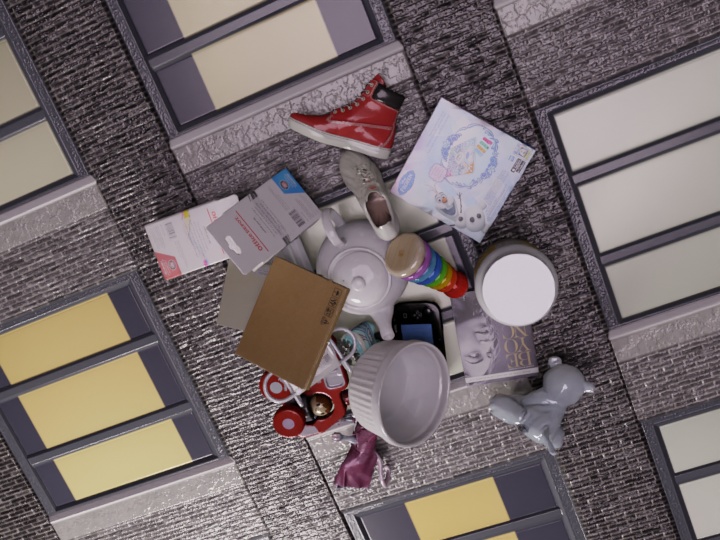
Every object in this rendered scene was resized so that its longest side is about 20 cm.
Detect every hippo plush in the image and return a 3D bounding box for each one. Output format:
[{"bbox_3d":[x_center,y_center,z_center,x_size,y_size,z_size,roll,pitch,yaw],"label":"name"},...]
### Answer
[{"bbox_3d":[0.350,0.242,1.433,0.159,0.200,0.161,31,89,20],"label":"hippo plush"}]

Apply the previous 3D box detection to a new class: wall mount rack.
[{"bbox_3d":[-0.112,0.154,1.412,0.200,0.075,0.174,-34,91,-7],"label":"wall mount rack"}]

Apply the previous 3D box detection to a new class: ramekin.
[{"bbox_3d":[0.069,0.226,1.410,0.105,0.200,0.201,7,113,47],"label":"ramekin"}]

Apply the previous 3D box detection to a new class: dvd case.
[{"bbox_3d":[0.267,0.128,1.477,0.148,0.016,0.201,-10,105,9],"label":"dvd case"}]

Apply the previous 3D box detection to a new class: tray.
[{"bbox_3d":[-0.166,-0.041,1.441,0.107,0.022,0.201,-25,85,14],"label":"tray"}]

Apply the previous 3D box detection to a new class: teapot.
[{"bbox_3d":[0.000,0.000,1.402,0.199,0.146,0.198,19,107,2],"label":"teapot"}]

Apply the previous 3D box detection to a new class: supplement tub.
[{"bbox_3d":[0.278,0.020,1.338,0.145,0.200,0.146,1,97,8],"label":"supplement tub"}]

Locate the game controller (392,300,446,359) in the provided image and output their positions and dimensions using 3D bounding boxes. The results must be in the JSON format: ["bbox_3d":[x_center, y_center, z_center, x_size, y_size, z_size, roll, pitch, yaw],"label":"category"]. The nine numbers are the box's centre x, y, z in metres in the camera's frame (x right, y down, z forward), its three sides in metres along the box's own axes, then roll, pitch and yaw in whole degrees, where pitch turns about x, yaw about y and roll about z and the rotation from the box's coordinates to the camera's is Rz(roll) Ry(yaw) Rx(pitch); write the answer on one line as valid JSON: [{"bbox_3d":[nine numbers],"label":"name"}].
[{"bbox_3d":[0.119,0.156,1.489,0.104,0.042,0.201,-6,105,8],"label":"game controller"}]

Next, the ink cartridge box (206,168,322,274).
[{"bbox_3d":[-0.183,-0.082,1.372,0.200,0.068,0.116,-40,92,-28],"label":"ink cartridge box"}]

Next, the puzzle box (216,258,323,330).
[{"bbox_3d":[-0.173,0.057,1.408,0.199,0.025,0.134,10,87,23],"label":"puzzle box"}]

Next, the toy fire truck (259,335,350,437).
[{"bbox_3d":[-0.100,0.238,1.500,0.167,0.112,0.201,-15,105,12],"label":"toy fire truck"}]

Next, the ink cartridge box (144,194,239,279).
[{"bbox_3d":[-0.304,-0.070,1.453,0.199,0.068,0.117,-17,99,12],"label":"ink cartridge box"}]

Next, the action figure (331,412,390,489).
[{"bbox_3d":[0.009,0.357,1.513,0.148,0.134,0.201,15,110,1],"label":"action figure"}]

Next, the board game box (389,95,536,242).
[{"bbox_3d":[0.187,-0.187,1.379,0.198,0.043,0.201,29,108,-3],"label":"board game box"}]

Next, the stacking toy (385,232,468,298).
[{"bbox_3d":[0.135,0.005,1.385,0.085,0.086,0.200,-44,135,16],"label":"stacking toy"}]

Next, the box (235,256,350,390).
[{"bbox_3d":[-0.127,0.094,1.358,0.163,0.021,0.201,24,92,23],"label":"box"}]

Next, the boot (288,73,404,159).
[{"bbox_3d":[-0.026,-0.299,1.358,0.199,0.072,0.145,12,107,-6],"label":"boot"}]

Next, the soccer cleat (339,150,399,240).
[{"bbox_3d":[0.017,-0.147,1.358,0.069,0.078,0.201,-27,70,2],"label":"soccer cleat"}]

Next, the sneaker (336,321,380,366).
[{"bbox_3d":[0.032,0.189,1.491,0.077,0.086,0.201,13,137,44],"label":"sneaker"}]
